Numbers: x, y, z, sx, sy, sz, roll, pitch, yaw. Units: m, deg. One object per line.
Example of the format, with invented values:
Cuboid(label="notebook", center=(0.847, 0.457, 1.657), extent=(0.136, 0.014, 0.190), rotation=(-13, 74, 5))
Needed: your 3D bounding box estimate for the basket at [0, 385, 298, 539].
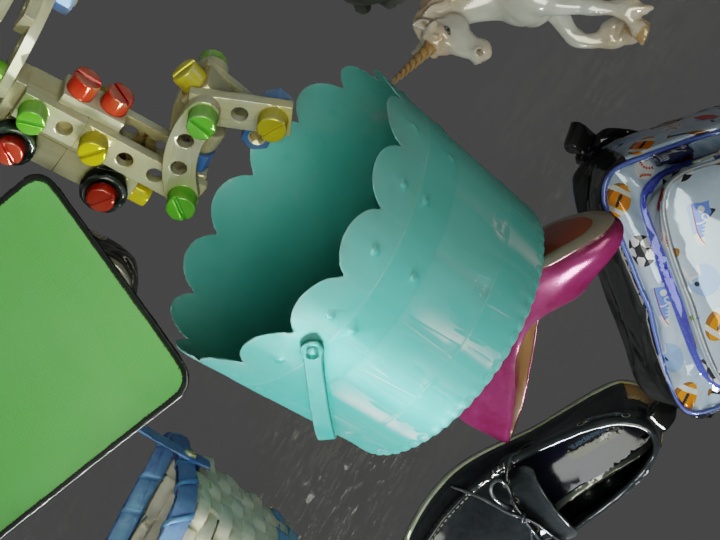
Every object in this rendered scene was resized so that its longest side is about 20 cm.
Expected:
Cuboid(label="basket", center=(-0.150, 0.181, 1.558), extent=(0.199, 0.139, 0.177), rotation=(29, 100, -19))

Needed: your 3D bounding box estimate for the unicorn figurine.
Cuboid(label="unicorn figurine", center=(0.114, -0.182, 1.516), extent=(0.137, 0.074, 0.201), rotation=(18, 90, 0))

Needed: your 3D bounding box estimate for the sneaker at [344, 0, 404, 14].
Cuboid(label="sneaker", center=(0.039, -0.245, 1.478), extent=(0.098, 0.071, 0.201), rotation=(35, 99, -30))

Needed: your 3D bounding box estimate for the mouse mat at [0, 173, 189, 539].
Cuboid(label="mouse mat", center=(-0.216, 0.061, 1.509), extent=(0.200, 0.008, 0.161), rotation=(-38, 84, 12))

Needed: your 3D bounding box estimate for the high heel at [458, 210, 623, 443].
Cuboid(label="high heel", center=(0.114, 0.034, 1.537), extent=(0.096, 0.067, 0.200), rotation=(46, 142, -8))

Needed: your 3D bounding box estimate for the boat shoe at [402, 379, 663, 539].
Cuboid(label="boat shoe", center=(0.108, 0.143, 1.608), extent=(0.200, 0.062, 0.075), rotation=(-35, 107, 7))

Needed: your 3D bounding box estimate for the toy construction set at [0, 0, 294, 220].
Cuboid(label="toy construction set", center=(-0.146, -0.107, 1.501), extent=(0.200, 0.092, 0.131), rotation=(36, 125, -5))

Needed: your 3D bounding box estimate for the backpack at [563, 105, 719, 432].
Cuboid(label="backpack", center=(0.244, -0.019, 1.530), extent=(0.190, 0.154, 0.201), rotation=(-23, 103, -13))

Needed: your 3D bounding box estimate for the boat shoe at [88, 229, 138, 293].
Cuboid(label="boat shoe", center=(-0.234, -0.001, 1.551), extent=(0.199, 0.057, 0.067), rotation=(7, 108, -1))

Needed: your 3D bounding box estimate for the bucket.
Cuboid(label="bucket", center=(0.000, 0.000, 1.488), extent=(0.135, 0.207, 0.207), rotation=(35, 101, -24))
